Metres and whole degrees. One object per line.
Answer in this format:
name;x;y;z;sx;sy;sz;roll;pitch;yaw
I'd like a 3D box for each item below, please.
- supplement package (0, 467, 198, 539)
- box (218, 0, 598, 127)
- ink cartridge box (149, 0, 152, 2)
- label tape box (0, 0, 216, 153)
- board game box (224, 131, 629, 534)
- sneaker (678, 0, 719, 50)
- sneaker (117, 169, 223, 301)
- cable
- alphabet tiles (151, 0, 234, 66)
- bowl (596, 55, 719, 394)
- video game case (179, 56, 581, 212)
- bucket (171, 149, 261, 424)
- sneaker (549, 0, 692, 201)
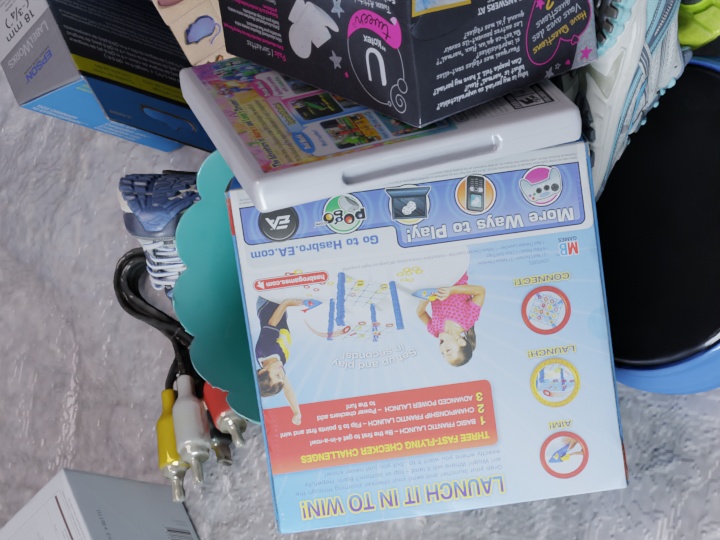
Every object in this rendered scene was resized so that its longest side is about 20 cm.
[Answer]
supplement package;-0.204;0.240;1.673;0.200;0.109;0.114;-43;55;25
box;0.021;-0.168;1.393;0.200;0.132;0.115;26;130;50
ink cartridge box;-0.185;-0.266;1.723;0.085;0.200;0.145;-54;51;18
label tape box;-0.177;-0.140;1.721;0.063;0.144;0.200;-44;54;24
board game box;0.038;0.033;1.385;0.199;0.056;0.196;-7;102;2
sneaker;0.221;-0.191;1.440;0.074;0.084;0.200;54;135;1
sneaker;-0.107;-0.021;1.623;0.077;0.200;0.085;2;93;10
cable;-0.118;0.052;1.684;0.097;0.050;0.200;-40;57;26
alphabet tiles;-0.043;-0.180;1.646;0.166;0.006;0.200;-34;77;10
bowl;0.181;-0.029;1.451;0.200;0.039;0.201;-11;73;39
video game case;0.006;-0.094;1.403;0.200;0.181;0.024;-125;24;-63
bucket;0.000;0.000;1.520;0.207;0.135;0.208;-4;84;35
sneaker;0.147;-0.104;1.425;0.078;0.086;0.200;47;134;42
